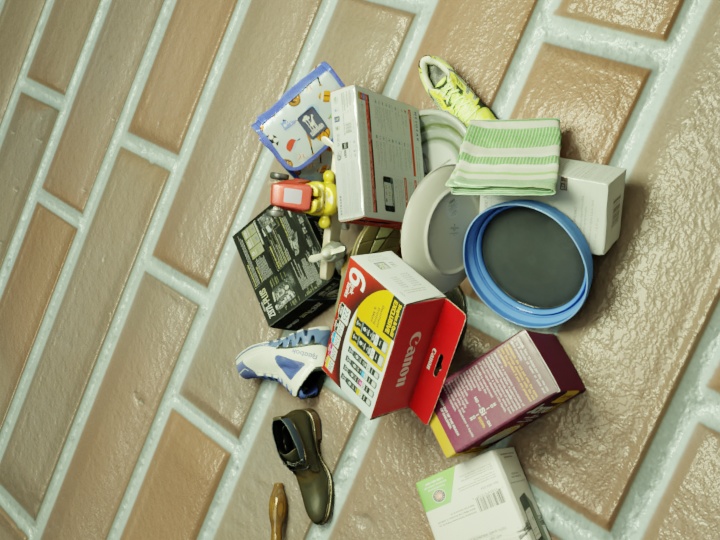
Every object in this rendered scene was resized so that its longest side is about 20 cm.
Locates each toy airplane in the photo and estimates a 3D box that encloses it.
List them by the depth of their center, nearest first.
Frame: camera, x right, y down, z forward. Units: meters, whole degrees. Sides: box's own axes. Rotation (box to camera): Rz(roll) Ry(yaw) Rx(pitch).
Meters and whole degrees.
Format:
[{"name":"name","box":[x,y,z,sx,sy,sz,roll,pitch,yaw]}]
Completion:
[{"name":"toy airplane","box":[-0.041,-0.113,1.259,0.141,0.201,0.199,11,51,44]}]

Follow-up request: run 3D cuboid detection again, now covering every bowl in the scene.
[{"name":"bowl","box":[0.246,-0.012,1.136,0.200,0.039,0.202,21,127,30]}]

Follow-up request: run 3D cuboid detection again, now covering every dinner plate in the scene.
[{"name":"dinner plate","box":[0.137,-0.060,1.173,0.024,0.199,0.202,13,89,45]}]

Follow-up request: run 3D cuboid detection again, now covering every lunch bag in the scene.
[{"name":"lunch bag","box":[-0.082,-0.244,1.320,0.170,0.200,0.124,-41,63,-1]}]

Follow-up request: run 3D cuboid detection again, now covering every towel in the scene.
[{"name":"towel","box":[0.213,-0.169,1.121,0.151,0.201,0.024,2,127,17]}]

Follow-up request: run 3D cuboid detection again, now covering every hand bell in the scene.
[{"name":"hand bell","box":[-0.149,0.477,1.351,0.104,0.104,0.201,-15,62,29]}]

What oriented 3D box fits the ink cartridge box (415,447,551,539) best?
[{"name":"ink cartridge box","box":[0.190,0.383,1.136,0.145,0.084,0.201,-30,67,25]}]

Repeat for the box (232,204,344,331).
[{"name":"box","box":[-0.120,-0.019,1.397,0.163,0.086,0.201,-37,65,22]}]

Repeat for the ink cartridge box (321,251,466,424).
[{"name":"ink cartridge box","box":[0.042,0.103,1.106,0.175,0.083,0.201,40,126,40]}]

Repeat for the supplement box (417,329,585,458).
[{"name":"supplement box","box":[0.207,0.182,1.132,0.200,0.131,0.104,-38,65,23]}]

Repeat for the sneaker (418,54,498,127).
[{"name":"sneaker","box":[0.155,-0.276,1.270,0.075,0.076,0.200,-45,63,16]}]

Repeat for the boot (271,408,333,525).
[{"name":"boot","box":[-0.107,0.339,1.324,0.074,0.097,0.201,-21,71,28]}]

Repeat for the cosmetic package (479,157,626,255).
[{"name":"cosmetic package","box":[0.279,-0.105,1.138,0.199,0.081,0.114,13,120,33]}]

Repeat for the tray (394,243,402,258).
[{"name":"tray","box":[0.058,0.058,1.302,0.098,0.037,0.202,-8,79,31]}]

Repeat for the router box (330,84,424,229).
[{"name":"router box","box":[0.032,-0.170,1.206,0.049,0.179,0.202,-8,82,36]}]

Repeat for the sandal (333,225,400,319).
[{"name":"sandal","box":[0.000,0.000,1.292,0.054,0.080,0.201,36,107,53]}]

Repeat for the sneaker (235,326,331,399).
[{"name":"sneaker","box":[-0.132,0.181,1.376,0.198,0.080,0.116,-22,69,26]}]

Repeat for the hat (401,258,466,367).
[{"name":"hat","box":[0.073,0.070,1.216,0.199,0.081,0.202,0,84,1]}]

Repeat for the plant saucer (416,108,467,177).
[{"name":"plant saucer","box":[0.116,-0.165,1.285,0.199,0.050,0.202,-1,88,37]}]
